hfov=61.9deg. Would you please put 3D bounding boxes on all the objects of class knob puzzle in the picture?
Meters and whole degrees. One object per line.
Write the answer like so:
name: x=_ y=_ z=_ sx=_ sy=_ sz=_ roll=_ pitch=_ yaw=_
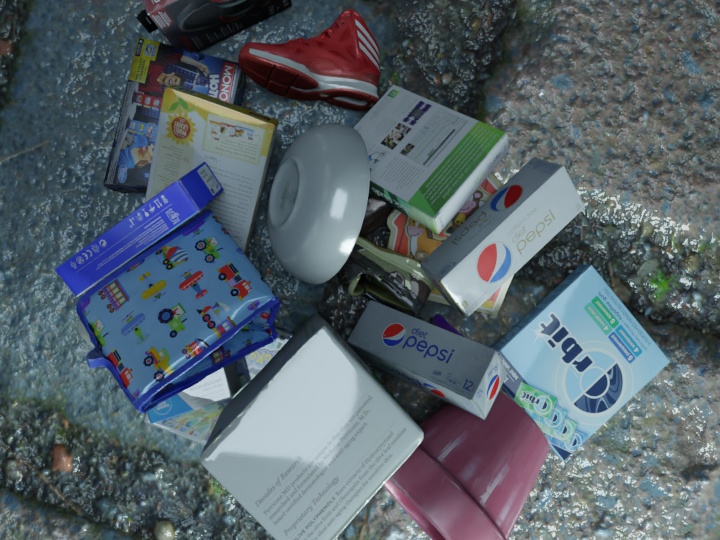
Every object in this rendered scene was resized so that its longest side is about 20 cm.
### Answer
knob puzzle: x=0.128 y=-0.041 z=0.787 sx=0.213 sy=0.031 sz=0.226 roll=3 pitch=117 yaw=6

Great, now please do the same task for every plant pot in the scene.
plant pot: x=0.137 y=0.251 z=0.761 sx=0.179 sy=0.200 sz=0.201 roll=-43 pitch=90 yaw=-15

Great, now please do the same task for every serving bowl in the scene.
serving bowl: x=-0.068 y=-0.089 z=0.748 sx=0.064 sy=0.198 sz=0.206 roll=11 pitch=90 yaw=-32

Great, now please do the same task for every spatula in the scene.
spatula: x=0.063 y=0.059 z=0.829 sx=0.196 sy=0.057 sz=0.021 roll=28 pitch=121 yaw=6

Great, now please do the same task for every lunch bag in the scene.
lunch bag: x=-0.211 y=0.051 z=0.673 sx=0.198 sy=0.095 sz=0.151 roll=-31 pitch=67 yaw=-28

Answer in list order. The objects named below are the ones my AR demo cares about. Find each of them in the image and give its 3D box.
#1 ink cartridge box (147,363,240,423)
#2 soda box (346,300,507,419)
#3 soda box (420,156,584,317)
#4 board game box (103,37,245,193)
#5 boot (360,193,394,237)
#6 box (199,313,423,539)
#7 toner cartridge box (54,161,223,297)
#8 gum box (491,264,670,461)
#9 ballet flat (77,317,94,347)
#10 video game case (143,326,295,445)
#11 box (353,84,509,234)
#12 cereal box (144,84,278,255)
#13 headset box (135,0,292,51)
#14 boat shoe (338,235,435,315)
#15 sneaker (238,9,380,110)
ink cartridge box: x=-0.242 y=0.081 z=0.792 sx=0.113 sy=0.068 sz=0.206 roll=-17 pitch=89 yaw=-1
soda box: x=0.081 y=0.108 z=0.756 sx=0.197 sy=0.064 sz=0.069 roll=19 pitch=68 yaw=38
soda box: x=0.171 y=-0.042 z=0.729 sx=0.199 sy=0.064 sz=0.068 roll=-42 pitch=117 yaw=-1
board game box: x=-0.224 y=-0.185 z=0.820 sx=0.194 sy=0.062 sz=0.206 roll=14 pitch=89 yaw=-1
boot: x=0.070 y=-0.086 z=0.820 sx=0.196 sy=0.064 sz=0.190 roll=-28 pitch=84 yaw=0
box: x=-0.060 y=0.187 z=0.729 sx=0.171 sy=0.199 sz=0.200 roll=45 pitch=85 yaw=-5
toner cartridge box: x=-0.263 y=-0.051 z=0.722 sx=0.197 sy=0.095 sz=0.044 roll=-31 pitch=105 yaw=16
gum box: x=0.292 y=0.124 z=0.825 sx=0.199 sy=0.045 sz=0.171 roll=-41 pitch=90 yaw=0
ballet flat: x=-0.255 y=0.078 z=0.725 sx=0.194 sy=0.069 sz=0.072 roll=14 pitch=89 yaw=0
video game case: x=-0.181 y=0.155 z=0.835 sx=0.195 sy=0.022 sz=0.187 roll=19 pitch=90 yaw=0
box: x=0.069 y=-0.148 z=0.763 sx=0.145 sy=0.037 sz=0.199 roll=-47 pitch=53 yaw=-11
cereal box: x=-0.196 y=-0.113 z=0.766 sx=0.140 sy=0.040 sz=0.205 roll=18 pitch=111 yaw=-4
headset box: x=-0.197 y=-0.366 z=0.778 sx=0.196 sy=0.149 sz=0.077 roll=-26 pitch=89 yaw=-1
boat shoe: x=0.001 y=0.001 z=0.788 sx=0.196 sy=0.072 sz=0.067 roll=20 pitch=64 yaw=18
sneaker: x=-0.063 y=-0.297 z=0.813 sx=0.195 sy=0.078 sz=0.119 roll=12 pitch=78 yaw=-23
